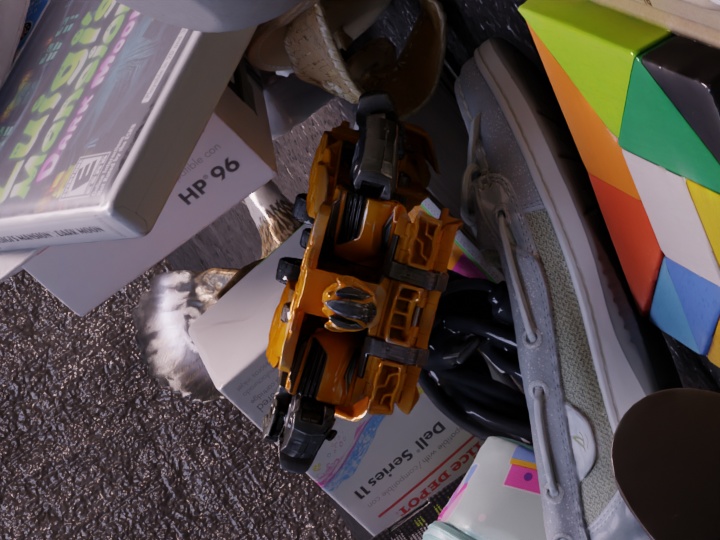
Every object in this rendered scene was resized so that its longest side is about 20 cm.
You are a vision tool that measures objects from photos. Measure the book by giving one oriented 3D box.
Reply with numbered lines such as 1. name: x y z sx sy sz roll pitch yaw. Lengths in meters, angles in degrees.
1. book: 0.049 -0.017 1.054 0.134 0.048 0.200 52 172 3

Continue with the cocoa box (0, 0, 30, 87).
1. cocoa box: -0.243 -0.097 0.985 0.133 0.201 0.131 30 140 -28

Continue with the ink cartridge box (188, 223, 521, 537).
1. ink cartridge box: 0.014 0.068 1.196 0.200 0.117 0.067 46 -175 -36

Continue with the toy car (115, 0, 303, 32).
1. toy car: 0.012 -0.143 0.516 0.149 0.176 0.200 19 170 -2

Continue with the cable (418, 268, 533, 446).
1. cable: 0.086 0.055 0.985 0.163 0.051 0.200 30 168 2

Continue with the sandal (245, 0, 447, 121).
1. sandal: 0.003 -0.095 0.905 0.070 0.077 0.212 61 167 8

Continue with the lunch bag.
1. lunch bag: 0.118 0.157 1.013 0.160 0.077 0.200 24 164 28

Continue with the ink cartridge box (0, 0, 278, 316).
1. ink cartridge box: -0.105 -0.062 0.961 0.068 0.116 0.200 43 -160 -32

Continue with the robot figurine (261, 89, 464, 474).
1. robot figurine: 0.000 0.000 0.852 0.058 0.146 0.200 13 -172 -5

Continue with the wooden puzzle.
1. wooden puzzle: 0.113 -0.021 0.706 0.200 0.037 0.185 60 170 -25

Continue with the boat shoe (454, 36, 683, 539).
1. boat shoe: 0.071 0.011 0.816 0.203 0.065 0.074 70 -162 8

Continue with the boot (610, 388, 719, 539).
1. boot: 0.161 0.120 0.776 0.186 0.064 0.200 36 171 9

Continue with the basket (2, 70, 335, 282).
1. basket: -0.128 -0.097 1.135 0.124 0.199 0.136 61 -160 -7

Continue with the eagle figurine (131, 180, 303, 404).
1. eagle figurine: -0.041 0.000 1.310 0.200 0.151 0.152 141 132 -65

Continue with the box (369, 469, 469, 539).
1. box: 0.105 0.192 1.134 0.200 0.160 0.044 51 169 24

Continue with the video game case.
1. video game case: -0.088 -0.099 0.860 0.023 0.201 0.182 34 161 -26
